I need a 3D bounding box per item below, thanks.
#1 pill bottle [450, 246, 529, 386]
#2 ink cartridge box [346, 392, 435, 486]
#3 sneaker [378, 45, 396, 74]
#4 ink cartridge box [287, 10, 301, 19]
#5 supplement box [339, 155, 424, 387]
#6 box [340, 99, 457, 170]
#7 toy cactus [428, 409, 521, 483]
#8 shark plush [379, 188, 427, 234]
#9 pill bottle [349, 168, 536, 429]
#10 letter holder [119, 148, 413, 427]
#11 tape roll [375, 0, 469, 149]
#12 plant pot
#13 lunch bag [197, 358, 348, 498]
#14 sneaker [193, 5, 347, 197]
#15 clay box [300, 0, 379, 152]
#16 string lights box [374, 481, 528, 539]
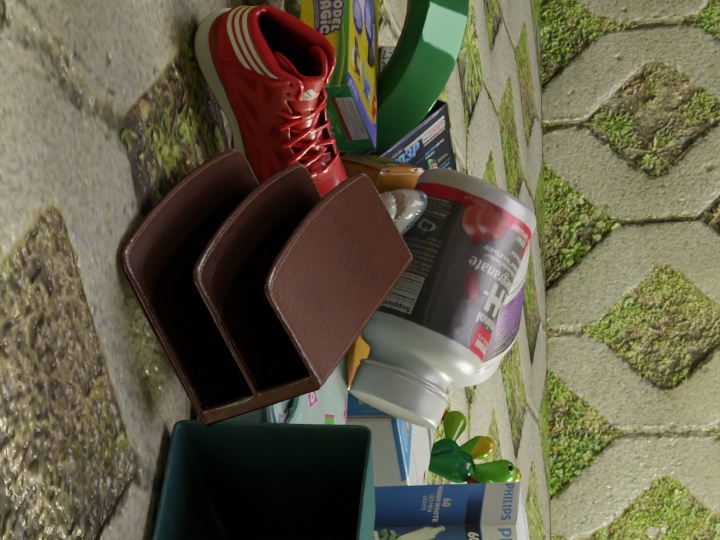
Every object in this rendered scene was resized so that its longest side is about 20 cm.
[{"bbox_3d":[0.099,0.024,1.564,0.201,0.110,0.112,88,6,-56],"label":"pill bottle"},{"bbox_3d":[0.022,0.141,1.649,0.201,0.083,0.146,-74,158,-55],"label":"ink cartridge box"},{"bbox_3d":[0.020,-0.124,1.635,0.067,0.107,0.204,76,11,-88],"label":"sneaker"},{"bbox_3d":[-0.063,-0.153,1.402,0.104,0.059,0.202,48,40,-69],"label":"ink cartridge box"},{"bbox_3d":[0.000,0.000,1.475,0.066,0.068,0.202,-4,110,-50],"label":"supplement box"},{"bbox_3d":[0.020,-0.050,1.571,0.200,0.046,0.160,-41,134,-35],"label":"box"},{"bbox_3d":[0.071,0.207,1.775,0.164,0.199,0.103,-4,111,-37],"label":"toy cactus"},{"bbox_3d":[-0.014,-0.001,1.390,0.091,0.083,0.201,54,-37,23],"label":"shark plush"},{"bbox_3d":[0.064,0.025,1.396,0.201,0.110,0.111,-67,161,-10],"label":"pill bottle"},{"bbox_3d":[-0.063,-0.012,1.154,0.143,0.100,0.200,63,29,-15],"label":"letter holder"},{"bbox_3d":[0.015,-0.209,1.479,0.048,0.200,0.202,18,64,-35],"label":"tape roll"},{"bbox_3d":[-0.059,0.222,1.181,0.201,0.140,0.142,82,12,-52],"label":"plant pot"},{"bbox_3d":[-0.064,0.099,1.296,0.201,0.076,0.161,-78,161,-51],"label":"lunch bag"},{"bbox_3d":[-0.049,-0.106,1.238,0.201,0.078,0.115,58,-22,-16],"label":"sneaker"},{"bbox_3d":[-0.016,-0.214,1.383,0.115,0.047,0.202,62,28,-65],"label":"clay box"},{"bbox_3d":[0.051,0.250,1.496,0.059,0.198,0.103,-74,156,-55],"label":"string lights box"}]
